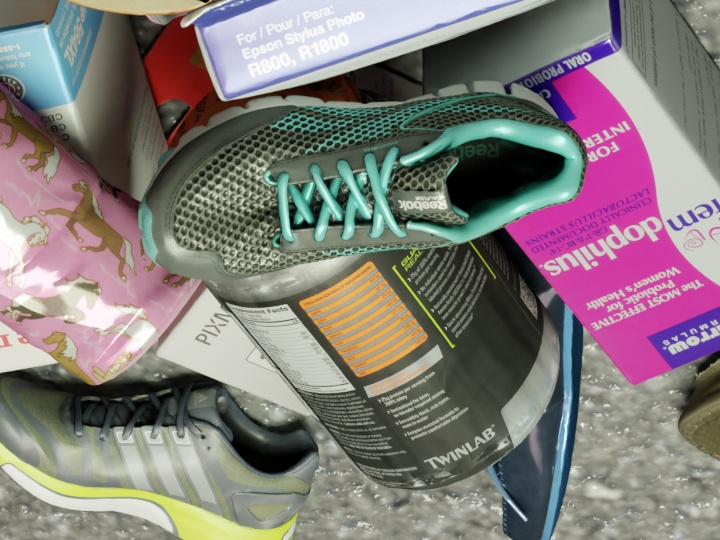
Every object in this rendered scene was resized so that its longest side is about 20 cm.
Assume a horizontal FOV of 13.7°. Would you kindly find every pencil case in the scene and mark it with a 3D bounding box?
[{"bbox_3d":[-0.158,-0.037,1.274,0.200,0.083,0.087,42,95,-21],"label":"pencil case"}]

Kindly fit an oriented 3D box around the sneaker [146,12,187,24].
[{"bbox_3d":[-0.012,-0.155,1.334,0.199,0.082,0.070,-16,130,17],"label":"sneaker"}]

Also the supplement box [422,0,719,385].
[{"bbox_3d":[0.121,-0.056,1.409,0.101,0.104,0.200,-25,129,22],"label":"supplement box"}]

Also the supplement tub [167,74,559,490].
[{"bbox_3d":[0.000,0.000,1.393,0.122,0.123,0.200,-20,129,21],"label":"supplement tub"}]

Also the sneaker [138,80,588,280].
[{"bbox_3d":[0.006,-0.039,1.259,0.199,0.091,0.078,-15,102,-17],"label":"sneaker"}]

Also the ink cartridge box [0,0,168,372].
[{"bbox_3d":[-0.166,-0.048,1.394,0.128,0.125,0.200,-9,122,11],"label":"ink cartridge box"}]

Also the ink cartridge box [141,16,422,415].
[{"bbox_3d":[-0.051,-0.030,1.482,0.176,0.045,0.200,24,130,-20],"label":"ink cartridge box"}]

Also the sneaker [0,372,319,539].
[{"bbox_3d":[-0.112,0.087,1.588,0.200,0.074,0.081,19,122,-23],"label":"sneaker"}]

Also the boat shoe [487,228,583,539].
[{"bbox_3d":[0.079,0.050,1.540,0.068,0.084,0.201,5,117,9],"label":"boat shoe"}]

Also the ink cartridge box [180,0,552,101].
[{"bbox_3d":[0.035,-0.117,1.224,0.199,0.200,0.041,-19,92,7],"label":"ink cartridge box"}]

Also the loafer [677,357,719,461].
[{"bbox_3d":[0.240,0.045,1.525,0.076,0.068,0.200,33,142,-21],"label":"loafer"}]

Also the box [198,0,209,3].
[{"bbox_3d":[-0.031,-0.239,1.163,0.182,0.104,0.200,-29,98,11],"label":"box"}]

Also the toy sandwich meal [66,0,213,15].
[{"bbox_3d":[-0.083,-0.209,1.271,0.204,0.070,0.206,1,95,7],"label":"toy sandwich meal"}]
